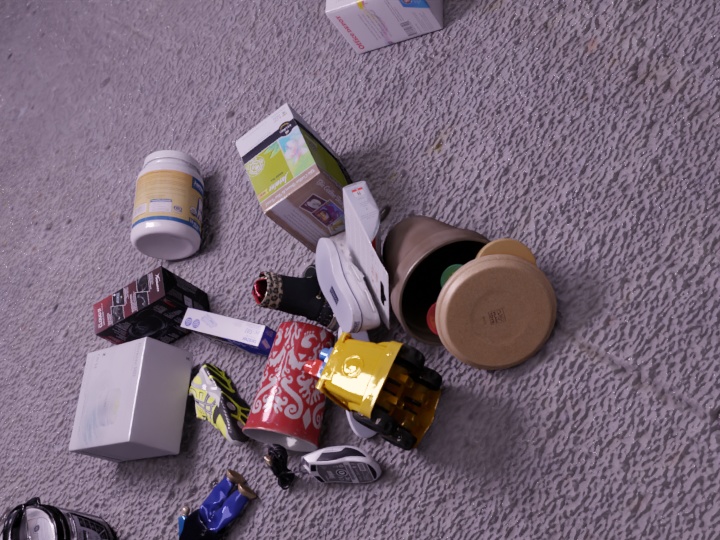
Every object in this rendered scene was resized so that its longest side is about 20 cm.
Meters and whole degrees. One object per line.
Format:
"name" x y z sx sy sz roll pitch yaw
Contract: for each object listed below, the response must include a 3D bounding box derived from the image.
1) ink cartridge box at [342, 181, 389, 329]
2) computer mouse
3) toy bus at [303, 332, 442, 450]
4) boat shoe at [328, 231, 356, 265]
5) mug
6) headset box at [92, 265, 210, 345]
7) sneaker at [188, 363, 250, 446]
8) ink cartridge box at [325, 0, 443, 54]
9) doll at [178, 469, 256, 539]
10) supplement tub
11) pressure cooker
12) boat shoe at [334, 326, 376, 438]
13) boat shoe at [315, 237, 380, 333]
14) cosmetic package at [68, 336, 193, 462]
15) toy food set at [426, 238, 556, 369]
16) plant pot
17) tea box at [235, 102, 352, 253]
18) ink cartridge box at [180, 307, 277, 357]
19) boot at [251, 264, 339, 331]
"ink cartridge box" 0.027 -0.026 1.420 0.050 0.163 0.200 -20 55 -12
"computer mouse" -0.059 0.323 1.418 0.199 0.110 0.044 -5 42 17
"toy bus" 0.012 0.185 1.355 0.191 0.200 0.136 13 70 33
"boat shoe" 0.000 0.000 1.539 0.069 0.071 0.200 -32 56 7
"mug" -0.134 0.200 1.491 0.177 0.133 0.201 1 65 29
"headset box" -0.426 0.091 1.706 0.199 0.149 0.078 -27 55 18
"sneaker" -0.261 0.262 1.580 0.076 0.075 0.200 -51 42 11
"ink cartridge box" 0.050 -0.565 1.732 0.199 0.147 0.147 -10 63 27
"doll" -0.269 0.456 1.498 0.200 0.048 0.136 -51 51 0
"supplement tub" -0.409 -0.139 1.808 0.144 0.145 0.201 -14 61 25
"pressure cooker" -0.571 0.525 1.553 0.175 0.200 0.179 14 74 36
"boat shoe" -0.010 0.188 1.458 0.066 0.070 0.201 144 115 -66
"boat shoe" -0.023 0.026 1.446 0.074 0.065 0.201 -61 40 44
"cosmetic package" -0.441 0.253 1.632 0.199 0.123 0.200 -16 60 36
"toy food set" 0.208 0.063 1.329 0.197 0.200 0.049 -32 18 7
"plant pot" 0.122 -0.004 1.411 0.200 0.200 0.174 -44 35 6
"tea box" -0.107 -0.167 1.603 0.133 0.200 0.197 -35 53 12
"ink cartridge box" -0.237 0.121 1.610 0.199 0.094 0.044 9 73 34
"boot" -0.117 0.027 1.514 0.074 0.153 0.204 -65 24 18
